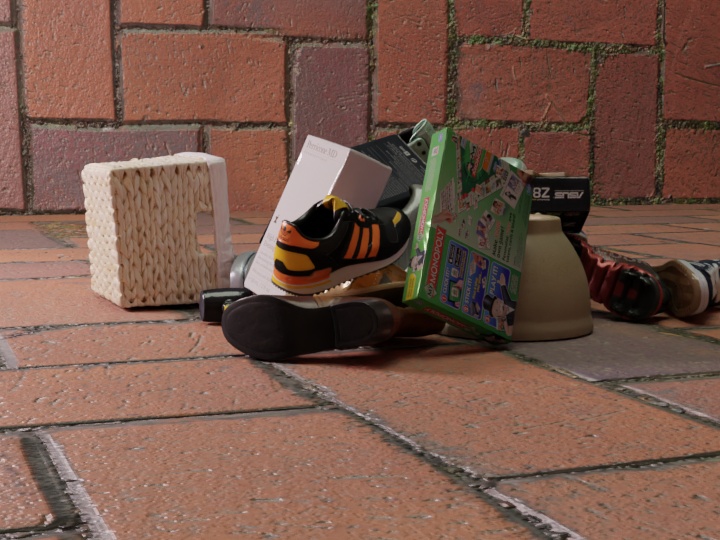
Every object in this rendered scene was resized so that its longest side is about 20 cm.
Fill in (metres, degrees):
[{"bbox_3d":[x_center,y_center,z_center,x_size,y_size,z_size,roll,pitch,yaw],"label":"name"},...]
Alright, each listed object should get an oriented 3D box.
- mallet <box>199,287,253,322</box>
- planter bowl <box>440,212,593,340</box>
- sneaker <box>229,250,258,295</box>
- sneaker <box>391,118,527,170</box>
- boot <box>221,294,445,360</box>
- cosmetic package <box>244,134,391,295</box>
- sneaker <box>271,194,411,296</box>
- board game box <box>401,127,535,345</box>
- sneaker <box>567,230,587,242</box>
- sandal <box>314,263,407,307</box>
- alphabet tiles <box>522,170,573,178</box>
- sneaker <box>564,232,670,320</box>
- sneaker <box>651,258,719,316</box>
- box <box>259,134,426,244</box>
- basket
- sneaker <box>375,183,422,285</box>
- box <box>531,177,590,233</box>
[{"bbox_3d":[-0.151,0.055,1.426,0.066,0.041,0.200,-1,10,-8],"label":"mallet"},{"bbox_3d":[0.175,0.001,1.471,0.199,0.135,0.200,1,7,0],"label":"planter bowl"},{"bbox_3d":[-0.111,0.007,1.676,0.071,0.073,0.200,-2,5,20],"label":"sneaker"},{"bbox_3d":[0.129,-0.156,1.749,0.200,0.119,0.074,-8,35,9],"label":"sneaker"},{"bbox_3d":[-0.026,0.052,1.330,0.188,0.069,0.200,-11,-4,21],"label":"boot"},{"bbox_3d":[-0.052,-0.050,1.468,0.074,0.201,0.102,20,3,-36],"label":"cosmetic package"},{"bbox_3d":[-0.013,-0.044,1.343,0.070,0.090,0.200,28,38,34],"label":"sneaker"},{"bbox_3d":[0.119,-0.036,1.343,0.134,0.201,0.029,25,-26,-29],"label":"board game box"},{"bbox_3d":[0.202,-0.057,1.724,0.199,0.115,0.081,-12,-35,1],"label":"sneaker"},{"bbox_3d":[-0.016,0.012,1.392,0.211,0.070,0.078,-14,-21,6],"label":"sandal"},{"bbox_3d":[0.191,-0.116,1.611,0.166,0.006,0.200,0,-1,18],"label":"alphabet tiles"},{"bbox_3d":[0.312,0.007,1.602,0.200,0.071,0.098,29,14,38],"label":"sneaker"},{"bbox_3d":[0.443,0.019,1.603,0.108,0.070,0.200,-1,2,-3],"label":"sneaker"},{"bbox_3d":[-0.011,-0.076,1.662,0.107,0.149,0.200,47,40,19],"label":"box"},{"bbox_3d":[-0.273,-0.054,1.681,0.160,0.199,0.200,-7,9,-23],"label":"basket"},{"bbox_3d":[0.045,-0.016,1.479,0.079,0.200,0.074,29,-22,10],"label":"sneaker"},{"bbox_3d":[0.187,-0.082,1.595,0.199,0.049,0.161,0,-7,5],"label":"box"}]
